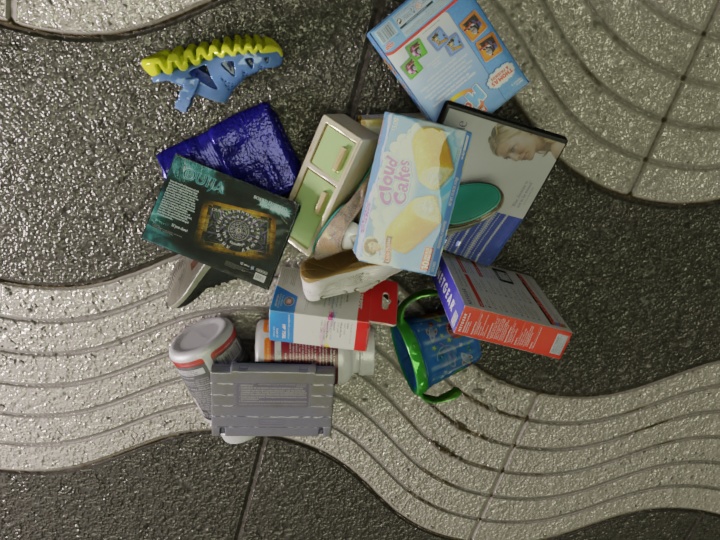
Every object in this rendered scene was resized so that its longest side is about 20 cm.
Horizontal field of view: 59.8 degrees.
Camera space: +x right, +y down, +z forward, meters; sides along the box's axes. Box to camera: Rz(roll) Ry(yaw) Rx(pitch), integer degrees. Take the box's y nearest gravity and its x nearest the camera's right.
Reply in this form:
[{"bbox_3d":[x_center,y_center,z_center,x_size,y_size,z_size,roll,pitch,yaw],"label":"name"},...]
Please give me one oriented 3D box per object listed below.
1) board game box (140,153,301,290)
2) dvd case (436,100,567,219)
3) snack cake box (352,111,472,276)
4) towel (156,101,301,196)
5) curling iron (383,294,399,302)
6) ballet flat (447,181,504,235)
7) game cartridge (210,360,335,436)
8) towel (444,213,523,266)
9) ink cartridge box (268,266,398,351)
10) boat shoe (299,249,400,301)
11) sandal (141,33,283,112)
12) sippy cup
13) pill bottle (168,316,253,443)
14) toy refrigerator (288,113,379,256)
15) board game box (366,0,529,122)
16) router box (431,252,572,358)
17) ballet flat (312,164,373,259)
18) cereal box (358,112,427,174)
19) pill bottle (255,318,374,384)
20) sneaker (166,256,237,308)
[{"bbox_3d":[-0.202,-0.071,0.918,0.198,0.028,0.137,22,86,-1],"label":"board game box"},{"bbox_3d":[0.189,-0.159,0.929,0.197,0.018,0.144,12,126,-15],"label":"dvd case"},{"bbox_3d":[0.068,-0.105,0.863,0.113,0.067,0.203,10,104,-11],"label":"snack cake box"},{"bbox_3d":[-0.196,-0.151,0.961,0.198,0.050,0.149,-25,115,6],"label":"towel"},{"bbox_3d":[-0.010,-0.003,1.059,0.199,0.026,0.050,37,109,-18],"label":"curling iron"},{"bbox_3d":[0.121,-0.080,0.946,0.198,0.064,0.068,-18,71,14],"label":"ballet flat"},{"bbox_3d":[-0.141,0.208,1.015,0.197,0.038,0.131,2,110,-7],"label":"game cartridge"},{"bbox_3d":[0.162,-0.086,1.004,0.198,0.024,0.146,17,126,-20],"label":"towel"},{"bbox_3d":[-0.041,0.063,1.018,0.197,0.117,0.068,7,127,0],"label":"ink cartridge box"},{"bbox_3d":[0.000,0.000,0.992,0.197,0.071,0.070,-13,133,-15],"label":"boat shoe"},{"bbox_3d":[-0.203,-0.281,0.892,0.197,0.080,0.088,-8,119,8],"label":"sandal"},{"bbox_3d":[0.133,0.130,1.082,0.129,0.141,0.179,-17,140,-8],"label":"sippy cup"},{"bbox_3d":[-0.236,0.191,1.077,0.114,0.116,0.202,-19,115,4],"label":"pill bottle"},{"bbox_3d":[-0.052,-0.127,0.944,0.076,0.070,0.201,36,116,17],"label":"toy refrigerator"},{"bbox_3d":[0.127,-0.305,0.904,0.151,0.037,0.201,-38,103,4],"label":"board game box"},{"bbox_3d":[0.219,0.050,1.009,0.177,0.201,0.049,15,113,-10],"label":"router box"},{"bbox_3d":[0.007,-0.085,0.929,0.067,0.068,0.201,38,95,20],"label":"ballet flat"},{"bbox_3d":[0.096,-0.173,0.983,0.197,0.040,0.146,-3,116,-5],"label":"cereal box"},{"bbox_3d":[-0.077,0.138,1.068,0.197,0.113,0.114,0,115,-4],"label":"pill bottle"},{"bbox_3d":[-0.230,0.005,1.018,0.105,0.075,0.200,18,132,-41],"label":"sneaker"}]
